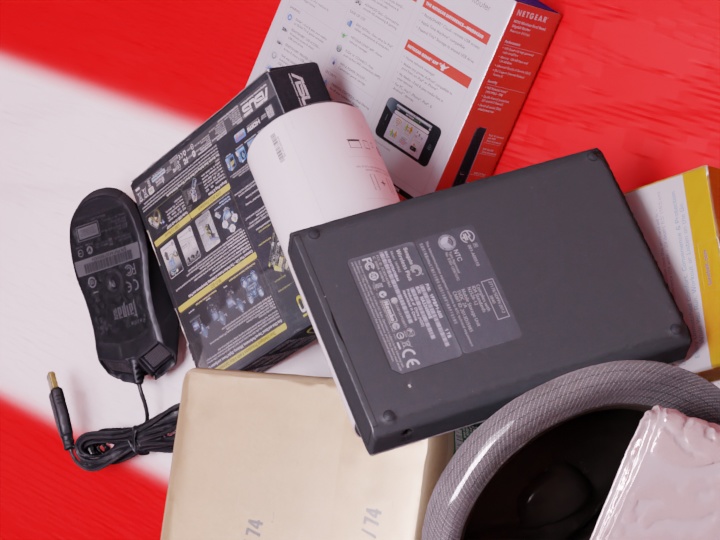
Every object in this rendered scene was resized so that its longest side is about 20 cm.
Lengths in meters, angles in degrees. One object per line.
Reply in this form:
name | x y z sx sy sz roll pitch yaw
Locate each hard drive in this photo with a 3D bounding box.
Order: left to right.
hard drive | 0.074 0.014 1.381 0.033 0.199 0.140 100 151 -59

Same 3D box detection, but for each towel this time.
towel | 0.210 0.188 1.292 0.032 0.199 0.192 -102 33 -72

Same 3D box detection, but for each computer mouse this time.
computer mouse | -0.181 0.047 1.763 0.140 0.046 0.201 -23 81 35

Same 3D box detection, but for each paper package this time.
paper package | -0.025 0.171 1.516 0.189 0.103 0.202 4 82 23

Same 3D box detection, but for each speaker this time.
speaker | 0.000 0.000 1.447 0.081 0.081 0.201 -40 59 32

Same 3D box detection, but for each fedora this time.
fedora | 0.123 0.127 1.330 0.200 0.177 0.090 -41 20 6

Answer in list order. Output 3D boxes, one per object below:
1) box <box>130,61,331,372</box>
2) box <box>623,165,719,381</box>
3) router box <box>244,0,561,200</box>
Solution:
box | -0.069 -0.026 1.612 0.200 0.049 0.162 -34 72 50
box | 0.150 0.021 1.456 0.199 0.041 0.120 -19 72 43
router box | 0.019 -0.130 1.591 0.200 0.049 0.180 37 110 40
